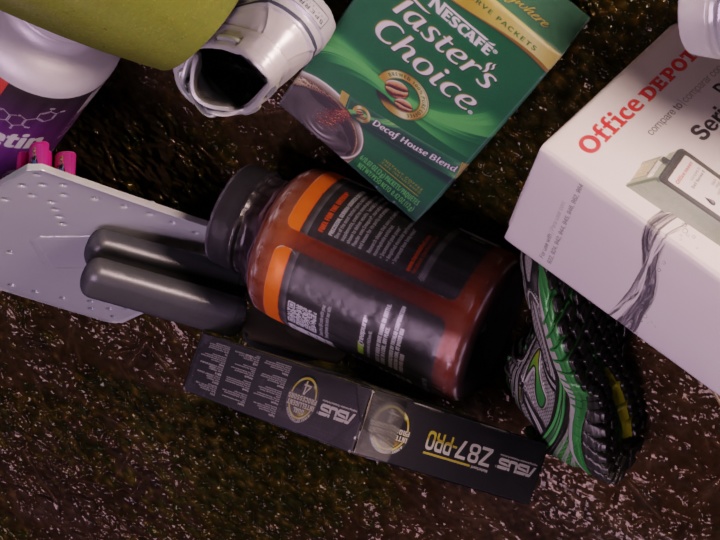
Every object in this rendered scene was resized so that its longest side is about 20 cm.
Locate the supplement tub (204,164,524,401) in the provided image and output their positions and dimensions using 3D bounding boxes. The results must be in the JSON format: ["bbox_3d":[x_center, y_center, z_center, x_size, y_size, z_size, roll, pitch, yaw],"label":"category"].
[{"bbox_3d":[0.000,0.000,1.591,0.199,0.107,0.107,25,139,16],"label":"supplement tub"}]

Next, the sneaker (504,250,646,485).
[{"bbox_3d":[0.125,0.056,1.571,0.085,0.078,0.201,13,135,29],"label":"sneaker"}]

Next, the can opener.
[{"bbox_3d":[-0.098,0.027,1.674,0.199,0.053,0.067,19,135,-19],"label":"can opener"}]

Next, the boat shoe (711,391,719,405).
[{"bbox_3d":[0.243,0.067,1.502,0.073,0.063,0.201,-8,122,42],"label":"boat shoe"}]

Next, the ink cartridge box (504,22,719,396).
[{"bbox_3d":[0.204,-0.024,1.358,0.200,0.145,0.084,37,142,15],"label":"ink cartridge box"}]

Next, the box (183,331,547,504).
[{"bbox_3d":[0.002,0.098,1.626,0.161,0.049,0.200,23,175,-39],"label":"box"}]

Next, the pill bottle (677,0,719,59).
[{"bbox_3d":[0.268,-0.130,1.257,0.199,0.111,0.111,14,135,27],"label":"pill bottle"}]

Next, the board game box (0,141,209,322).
[{"bbox_3d":[-0.196,-0.024,1.700,0.199,0.026,0.200,19,153,-35],"label":"board game box"}]

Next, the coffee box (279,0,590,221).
[{"bbox_3d":[0.040,-0.127,1.486,0.123,0.044,0.200,41,141,-2],"label":"coffee box"}]

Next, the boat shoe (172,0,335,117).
[{"bbox_3d":[-0.086,-0.131,1.525,0.074,0.067,0.200,45,157,-8],"label":"boat shoe"}]

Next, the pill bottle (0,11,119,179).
[{"bbox_3d":[-0.228,-0.141,1.624,0.112,0.113,0.200,41,141,-4],"label":"pill bottle"}]

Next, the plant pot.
[{"bbox_3d":[-0.168,-0.218,1.477,0.200,0.188,0.187,37,144,-23],"label":"plant pot"}]
